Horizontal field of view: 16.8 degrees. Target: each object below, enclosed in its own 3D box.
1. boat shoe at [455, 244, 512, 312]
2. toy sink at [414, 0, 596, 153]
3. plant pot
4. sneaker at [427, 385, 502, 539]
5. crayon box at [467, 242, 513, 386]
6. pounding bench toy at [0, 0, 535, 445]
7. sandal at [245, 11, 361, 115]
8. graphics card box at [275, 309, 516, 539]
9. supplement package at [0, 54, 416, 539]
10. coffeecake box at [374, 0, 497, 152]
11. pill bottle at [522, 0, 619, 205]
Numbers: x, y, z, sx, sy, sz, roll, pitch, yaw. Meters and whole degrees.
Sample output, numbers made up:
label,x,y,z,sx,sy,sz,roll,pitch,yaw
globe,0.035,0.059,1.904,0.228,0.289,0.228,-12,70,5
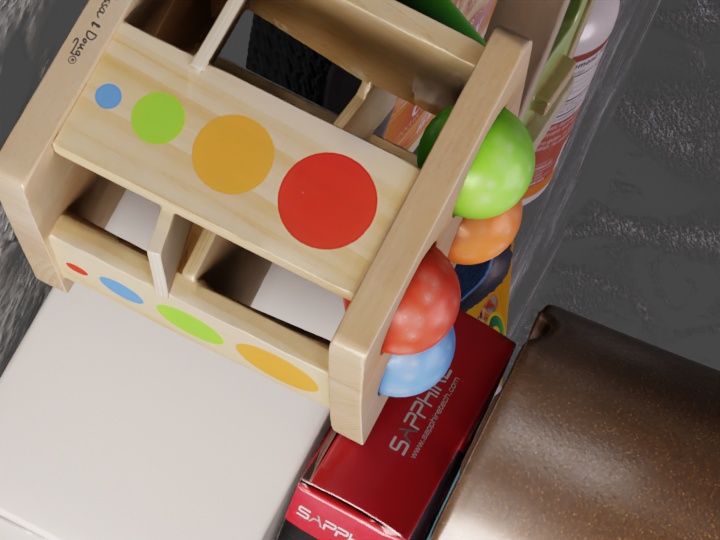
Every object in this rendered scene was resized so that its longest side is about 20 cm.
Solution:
label,x,y,z,sx,sy,sz,roll,pitch,yaw
boat shoe,-0.013,0.013,1.111,0.069,0.200,0.084,16,62,-53
toy sink,0.062,-0.127,1.311,0.130,0.112,0.200,-53,167,-54
plant pot,0.128,0.122,0.958,0.201,0.198,0.200,-63,174,-12
sneaker,0.035,0.143,1.153,0.131,0.079,0.200,34,78,-57
crayon box,0.022,0.060,1.295,0.119,0.058,0.201,24,68,-55
pounding bench toy,-0.007,-0.065,0.863,0.200,0.156,0.124,-62,172,-15
sandal,-0.006,-0.117,0.995,0.048,0.075,0.201,-25,158,-26
graphics card box,-0.007,0.119,0.977,0.126,0.051,0.200,-57,173,-48
supplement package,-0.061,0.036,0.971,0.200,0.119,0.121,-62,174,-15
coffeecake box,0.023,-0.147,1.119,0.154,0.073,0.200,-53,167,-48
pill bottle,0.090,-0.140,1.469,0.112,0.112,0.200,-56,169,-45
